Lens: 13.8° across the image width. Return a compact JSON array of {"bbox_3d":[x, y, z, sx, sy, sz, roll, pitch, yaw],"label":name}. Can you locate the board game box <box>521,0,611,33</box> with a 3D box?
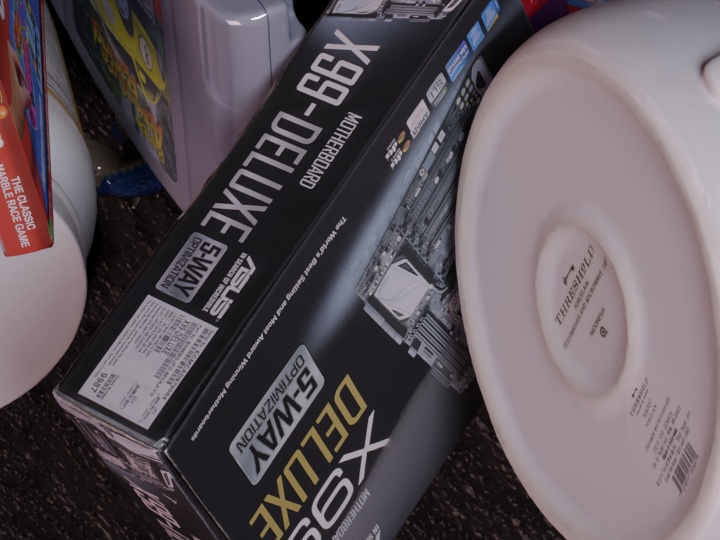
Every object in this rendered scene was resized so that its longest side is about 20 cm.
[{"bbox_3d":[0.039,-0.133,0.975,0.158,0.039,0.200,-3,124,47],"label":"board game box"}]

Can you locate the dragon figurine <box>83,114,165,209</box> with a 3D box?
[{"bbox_3d":[-0.032,-0.019,1.154,0.200,0.059,0.100,36,145,13],"label":"dragon figurine"}]

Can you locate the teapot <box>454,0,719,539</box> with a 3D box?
[{"bbox_3d":[0.131,-0.003,0.938,0.200,0.146,0.198,5,104,65],"label":"teapot"}]

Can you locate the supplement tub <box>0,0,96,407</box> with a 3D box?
[{"bbox_3d":[-0.178,-0.050,1.121,0.200,0.144,0.145,-109,7,-48],"label":"supplement tub"}]

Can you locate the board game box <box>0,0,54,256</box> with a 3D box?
[{"bbox_3d":[-0.127,-0.102,1.006,0.019,0.200,0.103,-15,125,2],"label":"board game box"}]

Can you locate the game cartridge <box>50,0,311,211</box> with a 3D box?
[{"bbox_3d":[-0.072,-0.099,1.056,0.200,0.041,0.133,55,161,40],"label":"game cartridge"}]

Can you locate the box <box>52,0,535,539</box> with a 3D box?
[{"bbox_3d":[-0.003,0.009,0.995,0.050,0.200,0.158,24,159,30],"label":"box"}]

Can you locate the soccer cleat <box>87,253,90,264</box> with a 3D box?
[{"bbox_3d":[-0.189,0.026,1.339,0.070,0.086,0.200,49,145,-7],"label":"soccer cleat"}]
